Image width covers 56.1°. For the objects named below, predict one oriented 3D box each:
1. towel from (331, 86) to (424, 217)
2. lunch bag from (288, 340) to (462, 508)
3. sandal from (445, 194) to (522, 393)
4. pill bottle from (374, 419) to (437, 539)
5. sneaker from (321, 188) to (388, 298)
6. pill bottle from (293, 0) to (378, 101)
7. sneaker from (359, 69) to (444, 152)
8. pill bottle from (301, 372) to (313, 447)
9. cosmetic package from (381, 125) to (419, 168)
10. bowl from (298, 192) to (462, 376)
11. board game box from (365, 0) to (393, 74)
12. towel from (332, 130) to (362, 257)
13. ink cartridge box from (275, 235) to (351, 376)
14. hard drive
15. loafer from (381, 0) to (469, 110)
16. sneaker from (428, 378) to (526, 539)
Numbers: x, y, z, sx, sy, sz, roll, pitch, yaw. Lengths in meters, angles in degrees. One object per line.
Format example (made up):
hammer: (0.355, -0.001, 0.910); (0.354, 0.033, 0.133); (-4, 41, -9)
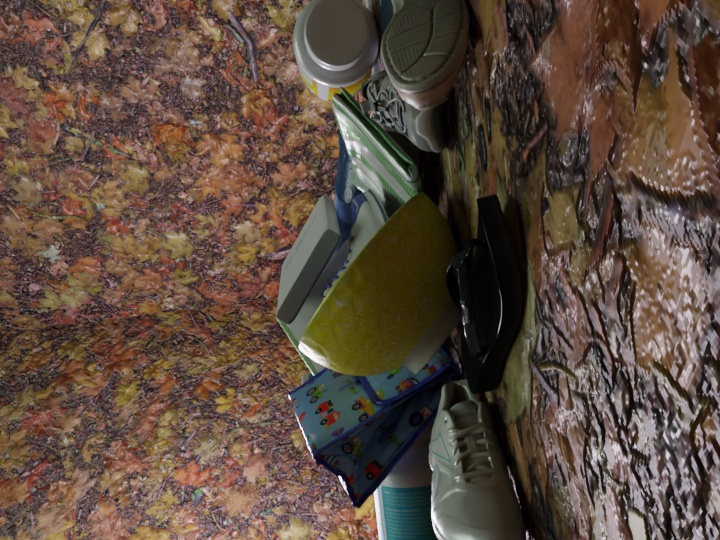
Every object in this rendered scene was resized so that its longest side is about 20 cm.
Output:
towel: (0.027, -0.112, 0.818); (0.153, 0.023, 0.201); (49, 170, 21)
lunch bag: (0.028, 0.143, 0.791); (0.095, 0.199, 0.150); (51, 176, -22)
sandal: (0.087, 0.033, 0.513); (0.203, 0.042, 0.077); (86, 177, -47)
pill bottle: (0.071, 0.284, 0.821); (0.111, 0.107, 0.206); (-179, 83, -88)
sneaker: (0.000, 0.001, 0.828); (0.081, 0.113, 0.203); (62, -172, -56)
pill bottle: (-0.032, -0.287, 0.874); (0.200, 0.106, 0.113); (-115, 19, -83)
sneaker: (0.040, -0.165, 0.698); (0.201, 0.080, 0.077); (-101, 5, -68)
pill bottle: (0.011, 0.203, 1.029); (0.113, 0.194, 0.117); (173, 90, -88)
cosmetic package: (0.051, -0.142, 0.924); (0.202, 0.049, 0.084); (86, 176, -53)
bowl: (0.040, 0.036, 0.669); (0.107, 0.201, 0.200); (40, 170, 8)
board game box: (0.036, -0.335, 0.881); (0.200, 0.039, 0.158); (-115, 19, -84)
towel: (-0.014, -0.105, 1.000); (0.112, 0.047, 0.206); (-119, 35, -69)
ink cartridge box: (-0.010, 0.043, 0.911); (0.146, 0.200, 0.048); (48, -174, 40)
hard drive: (-0.072, -0.022, 0.928); (0.134, 0.026, 0.201); (-59, 13, 13)
loafer: (0.057, -0.193, 0.555); (0.063, 0.070, 0.204); (61, -158, -46)
sneaker: (0.088, 0.159, 0.564); (0.201, 0.068, 0.083); (-101, 8, -74)
